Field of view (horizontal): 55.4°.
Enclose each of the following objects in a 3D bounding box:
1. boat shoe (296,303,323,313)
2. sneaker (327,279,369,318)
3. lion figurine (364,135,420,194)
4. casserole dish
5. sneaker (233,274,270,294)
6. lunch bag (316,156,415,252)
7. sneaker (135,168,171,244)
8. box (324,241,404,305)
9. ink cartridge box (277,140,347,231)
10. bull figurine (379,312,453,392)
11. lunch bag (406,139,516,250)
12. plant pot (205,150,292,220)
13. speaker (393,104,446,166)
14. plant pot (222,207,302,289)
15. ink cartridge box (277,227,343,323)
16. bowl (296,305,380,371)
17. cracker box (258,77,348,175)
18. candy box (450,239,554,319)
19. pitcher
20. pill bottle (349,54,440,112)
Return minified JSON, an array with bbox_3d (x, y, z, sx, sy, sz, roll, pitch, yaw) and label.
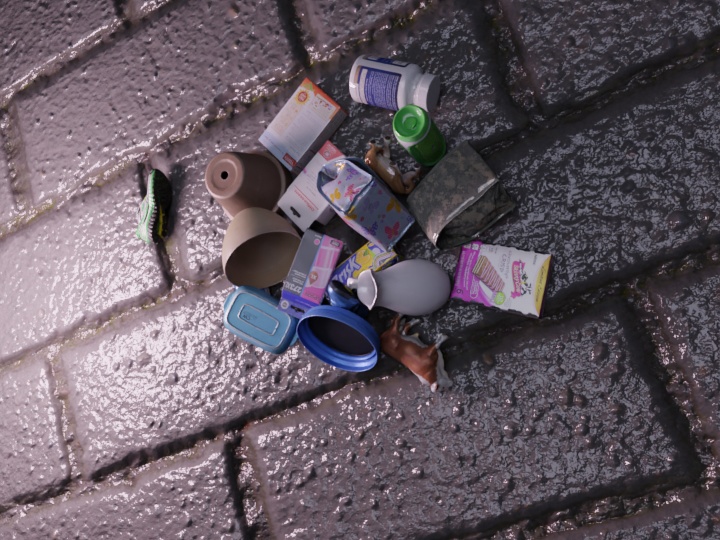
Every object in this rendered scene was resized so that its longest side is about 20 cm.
[{"bbox_3d":[-0.130,0.047,1.647,0.074,0.074,0.206,-2,82,27],"label":"boat shoe"},{"bbox_3d":[-0.035,0.081,1.534,0.078,0.200,0.066,-45,66,2],"label":"sneaker"},{"bbox_3d":[0.069,-0.225,1.560,0.071,0.124,0.201,-20,54,-16],"label":"lion figurine"},{"bbox_3d":[-0.236,0.115,1.612,0.198,0.039,0.123,27,87,5],"label":"casserole dish"},{"bbox_3d":[-0.261,0.083,1.678,0.079,0.089,0.201,-46,68,26],"label":"sneaker"},{"bbox_3d":[0.003,-0.160,1.530,0.128,0.169,0.200,-50,36,1],"label":"lunch bag"},{"bbox_3d":[-0.569,-0.176,1.849,0.084,0.078,0.204,6,86,23],"label":"sneaker"},{"bbox_3d":[0.000,0.000,1.605,0.199,0.064,0.071,-38,71,14],"label":"box"},{"bbox_3d":[-0.095,-0.196,1.668,0.200,0.067,0.117,-48,69,8],"label":"ink cartridge box"},{"bbox_3d":[0.133,0.180,1.528,0.198,0.065,0.123,31,91,20],"label":"bull figurine"},{"bbox_3d":[0.209,-0.151,1.493,0.199,0.117,0.165,-38,46,10],"label":"lunch bag"},{"bbox_3d":[-0.290,-0.212,1.691,0.197,0.174,0.204,-2,83,20],"label":"plant pot"},{"bbox_3d":[0.133,-0.294,1.516,0.087,0.200,0.090,-3,80,19],"label":"speaker"},{"bbox_3d":[-0.247,-0.071,1.643,0.199,0.200,0.136,-37,55,13],"label":"plant pot"},{"bbox_3d":[-0.117,0.012,1.582,0.093,0.037,0.203,21,87,4],"label":"ink cartridge box"},{"bbox_3d":[-0.047,0.153,1.545,0.197,0.202,0.040,8,50,22],"label":"bowl"},{"bbox_3d":[-0.144,-0.358,1.714,0.134,0.058,0.201,44,99,22],"label":"cracker box"},{"bbox_3d":[0.306,0.017,1.482,0.197,0.061,0.139,11,86,22],"label":"candy box"},{"bbox_3d":[0.082,0.033,1.512,0.171,0.197,0.124,-157,68,-63],"label":"pitcher"},{"bbox_3d":[0.082,-0.433,1.605,0.197,0.111,0.113,19,90,23],"label":"pill bottle"}]
